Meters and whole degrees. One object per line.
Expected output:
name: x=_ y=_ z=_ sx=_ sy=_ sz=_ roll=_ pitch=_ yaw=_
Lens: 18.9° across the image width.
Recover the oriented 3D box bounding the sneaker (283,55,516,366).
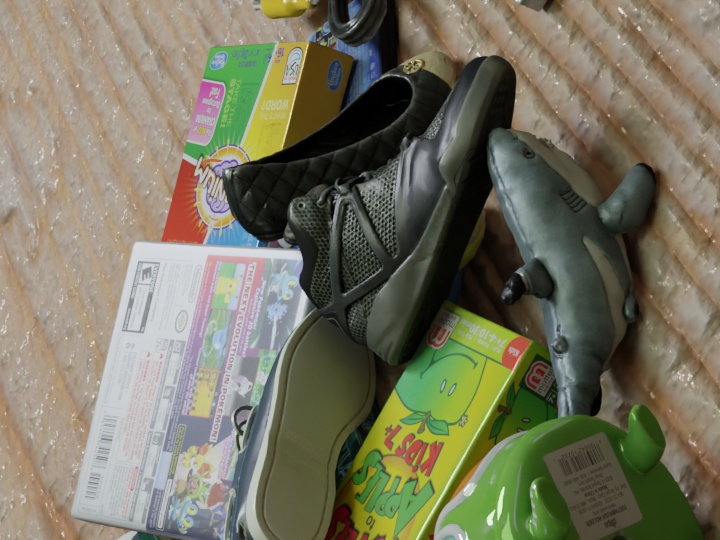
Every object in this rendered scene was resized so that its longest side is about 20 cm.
sneaker: x=0.019 y=-0.052 z=1.321 sx=0.114 sy=0.076 sz=0.200 roll=29 pitch=110 yaw=17

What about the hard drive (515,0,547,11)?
hard drive: x=0.139 y=-0.284 z=1.399 sx=0.200 sy=0.026 sz=0.132 roll=-57 pitch=35 yaw=25

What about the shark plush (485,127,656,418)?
shark plush: x=0.108 y=0.016 z=1.250 sx=0.091 sy=0.083 sz=0.200 roll=-19 pitch=60 yaw=52

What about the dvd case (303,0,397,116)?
dvd case: x=-0.037 y=-0.107 z=1.596 sx=0.200 sy=0.018 sz=0.143 roll=-33 pitch=50 yaw=45

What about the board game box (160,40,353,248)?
board game box: x=-0.083 y=-0.066 z=1.590 sx=0.153 sy=0.040 sz=0.200 roll=5 pitch=80 yaw=58

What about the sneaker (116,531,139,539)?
sneaker: x=-0.188 y=0.297 z=1.580 sx=0.199 sy=0.079 sz=0.130 roll=-44 pitch=33 yaw=24

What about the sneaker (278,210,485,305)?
sneaker: x=0.000 y=0.000 z=1.434 sx=0.200 sy=0.076 sz=0.105 roll=-5 pitch=72 yaw=55

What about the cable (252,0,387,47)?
cable: x=-0.014 y=-0.212 z=1.584 sx=0.097 sy=0.050 sz=0.200 roll=-51 pitch=34 yaw=-3

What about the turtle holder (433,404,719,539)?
turtle holder: x=0.119 y=0.171 z=1.135 sx=0.132 sy=0.186 sz=0.141 roll=-32 pitch=18 yaw=46

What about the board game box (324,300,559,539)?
board game box: x=0.043 y=0.125 z=1.296 sx=0.200 sy=0.048 sz=0.102 roll=-60 pitch=32 yaw=-3

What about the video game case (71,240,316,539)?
video game case: x=-0.107 y=0.081 z=1.448 sx=0.182 sy=0.023 sz=0.200 roll=4 pitch=77 yaw=42

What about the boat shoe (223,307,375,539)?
boat shoe: x=-0.040 y=0.106 z=1.336 sx=0.062 sy=0.075 sz=0.200 roll=-38 pitch=30 yaw=42

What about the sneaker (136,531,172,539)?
sneaker: x=-0.158 y=0.156 z=1.582 sx=0.080 sy=0.071 sz=0.200 roll=-38 pitch=28 yaw=14

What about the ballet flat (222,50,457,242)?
ballet flat: x=-0.008 y=-0.091 z=1.421 sx=0.200 sy=0.057 sz=0.066 roll=-40 pitch=30 yaw=-29

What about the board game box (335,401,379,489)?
board game box: x=-0.017 y=0.179 z=1.420 sx=0.135 sy=0.028 sz=0.200 roll=-53 pitch=37 yaw=29
